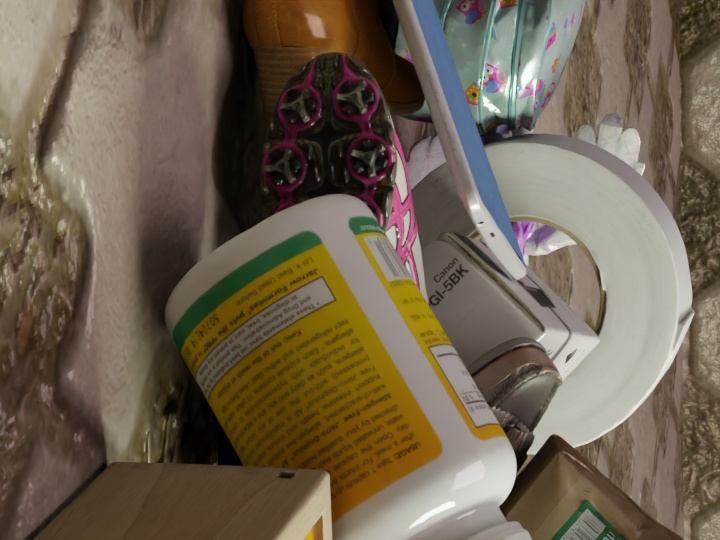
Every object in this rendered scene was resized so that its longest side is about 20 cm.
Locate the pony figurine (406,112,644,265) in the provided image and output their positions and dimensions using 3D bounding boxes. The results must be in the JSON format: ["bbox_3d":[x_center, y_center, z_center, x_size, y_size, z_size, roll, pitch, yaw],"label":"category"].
[{"bbox_3d":[0.104,-0.039,1.629,0.200,0.166,0.194,-95,-174,-59],"label":"pony figurine"}]

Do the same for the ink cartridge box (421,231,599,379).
[{"bbox_3d":[0.050,0.062,1.353,0.147,0.083,0.200,-47,168,8],"label":"ink cartridge box"}]

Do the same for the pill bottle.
[{"bbox_3d":[0.002,0.076,1.074,0.200,0.113,0.113,59,8,14],"label":"pill bottle"}]

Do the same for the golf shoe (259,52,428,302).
[{"bbox_3d":[-0.005,-0.010,1.190,0.092,0.072,0.201,-6,91,-78],"label":"golf shoe"}]

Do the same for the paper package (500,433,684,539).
[{"bbox_3d":[0.079,0.196,1.223,0.200,0.103,0.191,-49,177,2],"label":"paper package"}]

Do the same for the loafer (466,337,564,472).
[{"bbox_3d":[0.041,0.126,1.230,0.072,0.200,0.063,36,10,-49],"label":"loafer"}]

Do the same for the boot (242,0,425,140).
[{"bbox_3d":[-0.010,-0.154,1.268,0.201,0.071,0.145,-33,123,-68],"label":"boot"}]

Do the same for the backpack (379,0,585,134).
[{"bbox_3d":[0.081,-0.174,1.524,0.200,0.126,0.167,-61,152,-56],"label":"backpack"}]

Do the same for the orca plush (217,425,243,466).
[{"bbox_3d":[-0.039,0.133,1.153,0.105,0.071,0.201,18,43,-57],"label":"orca plush"}]

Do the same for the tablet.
[{"bbox_3d":[0.044,-0.101,1.259,0.130,0.014,0.201,49,21,-67],"label":"tablet"}]

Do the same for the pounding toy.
[{"bbox_3d":[-0.052,0.196,0.974,0.184,0.142,0.201,-46,135,-69],"label":"pounding toy"}]

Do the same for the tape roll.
[{"bbox_3d":[0.111,0.014,1.496,0.071,0.202,0.203,-26,116,-75],"label":"tape roll"}]
